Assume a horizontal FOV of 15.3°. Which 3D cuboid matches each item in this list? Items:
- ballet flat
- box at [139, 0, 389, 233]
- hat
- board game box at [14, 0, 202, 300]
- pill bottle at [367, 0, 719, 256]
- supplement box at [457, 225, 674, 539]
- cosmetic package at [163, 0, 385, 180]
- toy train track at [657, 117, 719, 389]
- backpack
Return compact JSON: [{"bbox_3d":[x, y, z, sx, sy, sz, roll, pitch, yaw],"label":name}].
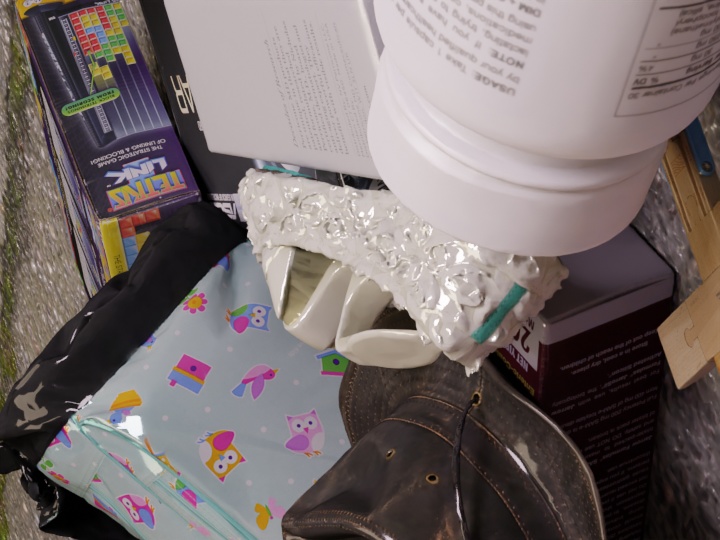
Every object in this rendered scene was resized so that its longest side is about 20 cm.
[{"bbox_3d":[0.000,0.000,0.973,0.200,0.072,0.072,10,118,64],"label":"ballet flat"},{"bbox_3d":[-0.040,-0.096,1.210,0.200,0.043,0.161,7,115,67],"label":"box"},{"bbox_3d":[0.022,0.111,1.022,0.201,0.081,0.201,48,151,38],"label":"hat"},{"bbox_3d":[-0.119,-0.025,1.390,0.200,0.057,0.165,84,164,-51],"label":"board game box"},{"bbox_3d":[0.067,-0.106,0.803,0.113,0.113,0.200,56,146,34],"label":"pill bottle"},{"bbox_3d":[0.064,0.052,1.060,0.109,0.061,0.200,50,152,40],"label":"supplement box"},{"bbox_3d":[0.011,-0.086,1.013,0.200,0.101,0.071,15,123,66],"label":"cosmetic package"},{"bbox_3d":[0.121,-0.032,0.889,0.115,0.032,0.200,124,131,-65],"label":"toy train track"},{"bbox_3d":[-0.048,0.081,1.214,0.200,0.167,0.127,41,160,4],"label":"backpack"}]
